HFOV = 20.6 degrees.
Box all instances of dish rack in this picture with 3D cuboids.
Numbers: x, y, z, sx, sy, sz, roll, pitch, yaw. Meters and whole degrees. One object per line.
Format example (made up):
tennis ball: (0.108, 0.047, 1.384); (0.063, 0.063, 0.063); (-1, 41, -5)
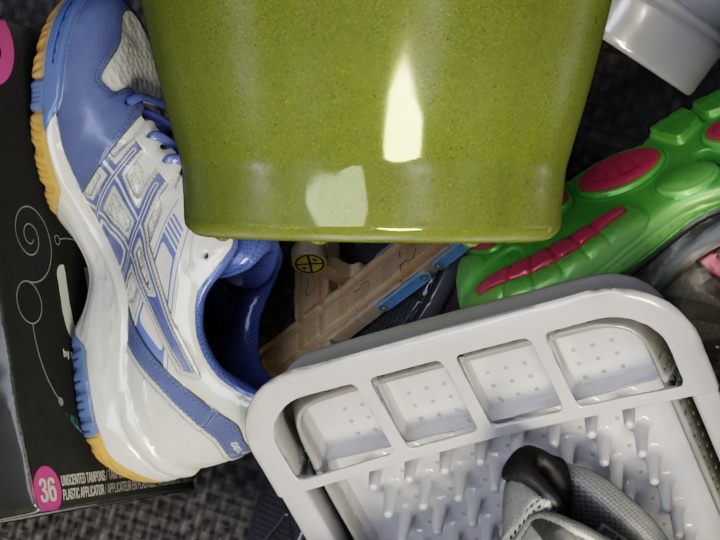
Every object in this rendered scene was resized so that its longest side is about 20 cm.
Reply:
dish rack: (0.066, 0.087, 0.761); (0.172, 0.044, 0.200); (-16, 123, 17)

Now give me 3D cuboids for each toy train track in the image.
toy train track: (0.000, 0.000, 0.789); (0.200, 0.033, 0.115); (-38, 39, 36)

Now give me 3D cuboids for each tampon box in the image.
tampon box: (-0.168, 0.008, 0.833); (0.126, 0.150, 0.200); (-11, 84, 19)

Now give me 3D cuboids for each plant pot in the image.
plant pot: (0.005, -0.105, 0.679); (0.200, 0.200, 0.193); (2, 93, 19)

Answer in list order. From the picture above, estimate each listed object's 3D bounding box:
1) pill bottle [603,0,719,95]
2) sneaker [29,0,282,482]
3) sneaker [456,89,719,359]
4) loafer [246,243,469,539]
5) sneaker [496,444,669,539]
pill bottle: (0.147, -0.172, 0.753); (0.112, 0.112, 0.200); (37, 99, 16)
sneaker: (-0.071, -0.020, 0.791); (0.088, 0.075, 0.200); (-15, 84, 27)
sneaker: (0.136, -0.014, 0.780); (0.200, 0.084, 0.077); (-21, 42, 4)
loafer: (0.019, 0.046, 0.823); (0.072, 0.063, 0.200); (31, 96, 60)
sneaker: (0.037, 0.115, 0.726); (0.200, 0.075, 0.116); (2, 110, 12)
